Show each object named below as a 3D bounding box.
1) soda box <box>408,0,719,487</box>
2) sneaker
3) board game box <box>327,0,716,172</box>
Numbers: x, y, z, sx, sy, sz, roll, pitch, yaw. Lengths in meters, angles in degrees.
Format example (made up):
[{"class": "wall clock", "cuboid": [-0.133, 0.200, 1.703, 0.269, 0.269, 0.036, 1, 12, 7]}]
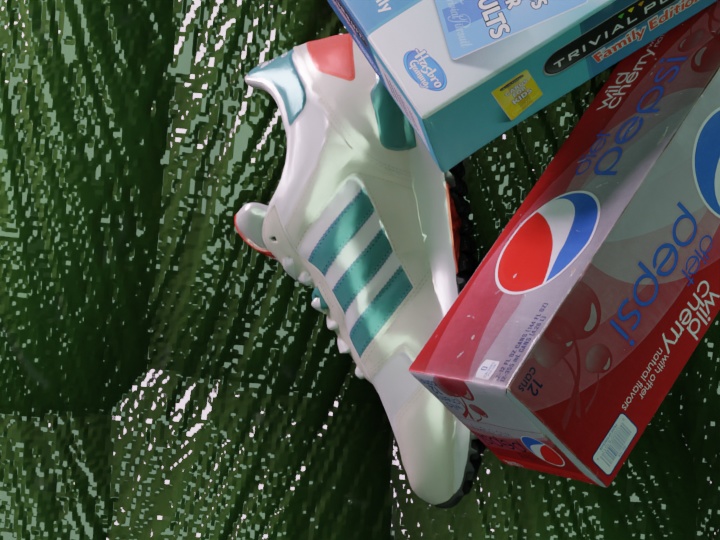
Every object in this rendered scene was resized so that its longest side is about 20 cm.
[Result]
[{"class": "soda box", "cuboid": [0.108, -0.018, 0.708, 0.063, 0.070, 0.200, 44, 72, -25]}, {"class": "sneaker", "cuboid": [0.000, 0.000, 0.755, 0.093, 0.070, 0.201, -8, 89, 9]}, {"class": "board game box", "cuboid": [0.075, -0.155, 0.715, 0.199, 0.047, 0.151, -32, 63, -2]}]
